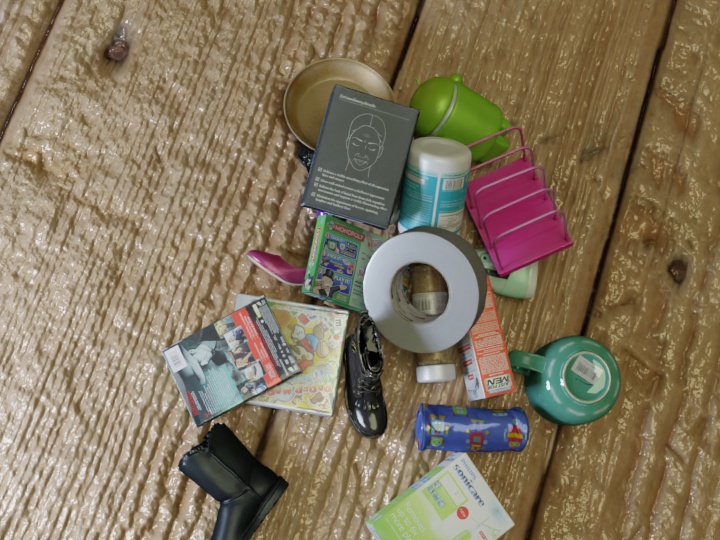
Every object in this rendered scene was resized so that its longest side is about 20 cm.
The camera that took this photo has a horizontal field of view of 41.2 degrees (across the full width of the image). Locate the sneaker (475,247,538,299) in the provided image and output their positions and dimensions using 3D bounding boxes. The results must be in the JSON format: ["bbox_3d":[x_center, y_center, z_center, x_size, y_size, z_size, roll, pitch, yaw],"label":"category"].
[{"bbox_3d":[0.259,-0.055,1.714,0.117,0.074,0.203,7,78,-7],"label":"sneaker"}]

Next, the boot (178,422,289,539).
[{"bbox_3d":[-0.236,0.370,1.563,0.168,0.076,0.201,39,70,-3],"label":"boot"}]

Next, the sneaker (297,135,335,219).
[{"bbox_3d":[-0.068,-0.180,1.700,0.098,0.070,0.203,14,69,-4],"label":"sneaker"}]

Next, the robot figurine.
[{"bbox_3d":[0.172,-0.269,1.709,0.198,0.116,0.177,25,57,-21],"label":"robot figurine"}]

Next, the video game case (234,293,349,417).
[{"bbox_3d":[-0.129,0.143,1.636,0.197,0.023,0.185,9,78,3],"label":"video game case"}]

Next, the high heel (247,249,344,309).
[{"bbox_3d":[-0.093,-0.012,1.658,0.198,0.067,0.097,27,86,-7],"label":"high heel"}]

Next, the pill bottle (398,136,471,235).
[{"bbox_3d":[0.122,-0.116,1.630,0.109,0.111,0.202,3,117,-7],"label":"pill bottle"}]

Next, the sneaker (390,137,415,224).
[{"bbox_3d":[0.033,-0.190,1.686,0.115,0.074,0.203,16,74,-44],"label":"sneaker"}]

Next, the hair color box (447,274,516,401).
[{"bbox_3d":[0.205,0.119,1.655,0.063,0.111,0.203,-10,81,-9],"label":"hair color box"}]

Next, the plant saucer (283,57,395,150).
[{"bbox_3d":[-0.036,-0.280,1.685,0.197,0.036,0.203,2,67,-4],"label":"plant saucer"}]

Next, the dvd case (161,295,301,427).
[{"bbox_3d":[-0.217,0.153,1.615,0.198,0.022,0.147,-28,78,-5],"label":"dvd case"}]

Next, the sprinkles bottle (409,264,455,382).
[{"bbox_3d":[0.125,0.092,1.666,0.067,0.068,0.203,-2,82,-8],"label":"sprinkles bottle"}]

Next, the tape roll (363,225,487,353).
[{"bbox_3d":[0.107,0.030,1.579,0.198,0.066,0.203,5,103,20],"label":"tape roll"}]

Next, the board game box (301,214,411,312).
[{"bbox_3d":[0.000,0.000,1.646,0.198,0.029,0.136,20,74,-33],"label":"board game box"}]

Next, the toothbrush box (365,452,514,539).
[{"bbox_3d":[0.131,0.422,1.600,0.199,0.086,0.146,-34,85,-14],"label":"toothbrush box"}]

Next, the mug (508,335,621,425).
[{"bbox_3d":[0.358,0.193,1.659,0.183,0.114,0.154,-13,81,-10],"label":"mug"}]

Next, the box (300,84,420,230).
[{"bbox_3d":[-0.003,-0.183,1.580,0.147,0.107,0.203,16,92,-6],"label":"box"}]

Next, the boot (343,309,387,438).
[{"bbox_3d":[0.010,0.176,1.585,0.068,0.174,0.203,-11,80,-10],"label":"boot"}]

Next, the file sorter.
[{"bbox_3d":[0.257,-0.124,1.648,0.138,0.126,0.202,-23,58,4],"label":"file sorter"}]

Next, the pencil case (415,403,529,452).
[{"bbox_3d":[0.190,0.268,1.641,0.197,0.087,0.079,2,115,-7],"label":"pencil case"}]
